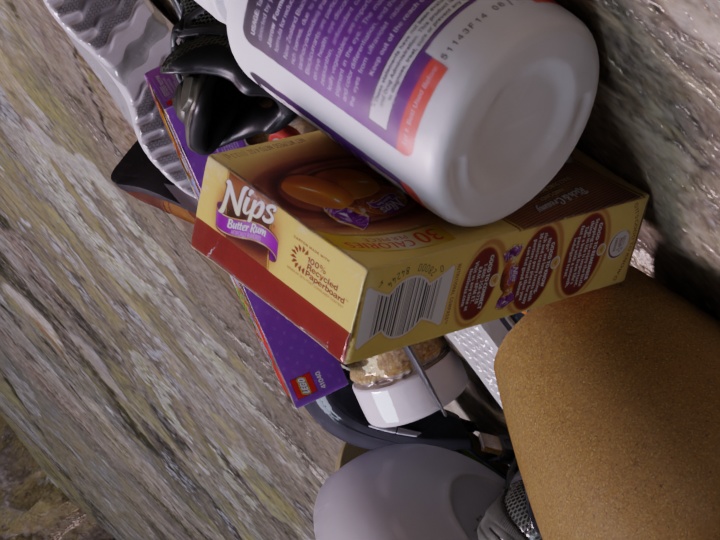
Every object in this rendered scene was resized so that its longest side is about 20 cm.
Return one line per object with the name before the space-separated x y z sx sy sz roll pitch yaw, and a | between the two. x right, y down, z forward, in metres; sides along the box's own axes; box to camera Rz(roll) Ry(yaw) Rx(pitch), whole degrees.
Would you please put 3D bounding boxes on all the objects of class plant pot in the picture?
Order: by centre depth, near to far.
plant pot | 0.158 0.102 1.279 0.200 0.186 0.187 55 171 26

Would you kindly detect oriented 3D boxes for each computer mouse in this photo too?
computer mouse | 0.044 0.111 1.687 0.199 0.046 0.140 23 177 -22

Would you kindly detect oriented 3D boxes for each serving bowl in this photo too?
serving bowl | 0.069 0.180 1.577 0.200 0.066 0.201 31 -151 -20

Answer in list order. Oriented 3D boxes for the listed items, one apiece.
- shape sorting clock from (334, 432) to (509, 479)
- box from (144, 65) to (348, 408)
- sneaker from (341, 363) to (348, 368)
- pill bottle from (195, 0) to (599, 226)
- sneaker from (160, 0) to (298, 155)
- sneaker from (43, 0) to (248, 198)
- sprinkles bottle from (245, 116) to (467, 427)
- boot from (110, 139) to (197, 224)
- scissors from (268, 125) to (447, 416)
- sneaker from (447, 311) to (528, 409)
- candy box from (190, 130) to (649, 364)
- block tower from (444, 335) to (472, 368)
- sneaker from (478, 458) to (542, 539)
shape sorting clock | 0.061 0.185 1.768 0.200 0.200 0.039 48 125 -7
box | -0.071 -0.027 1.540 0.137 0.039 0.201 -126 12 -74
sneaker | 0.010 0.018 1.632 0.089 0.078 0.200 39 164 35
pill bottle | 0.007 -0.116 1.198 0.200 0.111 0.112 37 164 32
sneaker | -0.087 -0.139 1.412 0.199 0.114 0.076 38 162 37
sneaker | -0.138 -0.137 1.688 0.200 0.075 0.082 56 179 -12
sprinkles bottle | -0.002 -0.007 1.517 0.068 0.068 0.201 12 128 66
boot | -0.079 -0.024 1.857 0.200 0.069 0.188 45 160 -27
scissors | 0.000 0.000 1.472 0.073 0.014 0.201 22 145 47
sneaker | 0.077 0.003 1.392 0.200 0.079 0.078 53 162 -17
candy box | 0.031 -0.024 1.225 0.117 0.199 0.057 36 127 35
block tower | 0.051 -0.016 1.462 0.054 0.058 0.200 28 158 53
sneaker | 0.139 0.120 1.537 0.076 0.114 0.199 44 -166 6
